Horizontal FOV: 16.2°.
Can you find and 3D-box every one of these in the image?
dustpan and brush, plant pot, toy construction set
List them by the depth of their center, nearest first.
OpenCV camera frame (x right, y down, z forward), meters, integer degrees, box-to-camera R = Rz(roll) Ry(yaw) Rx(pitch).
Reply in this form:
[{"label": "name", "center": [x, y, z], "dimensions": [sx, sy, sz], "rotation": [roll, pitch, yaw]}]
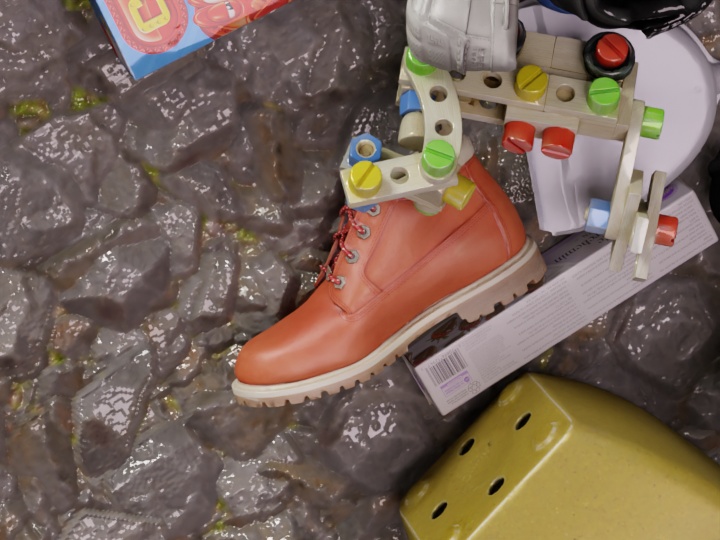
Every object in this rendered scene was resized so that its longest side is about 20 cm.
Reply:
[{"label": "toy construction set", "center": [0.092, -0.070, 1.410], "dimensions": [0.200, 0.092, 0.131], "rotation": [16, 67, -12]}, {"label": "dustpan and brush", "center": [0.187, -0.107, 1.496], "dimensions": [0.200, 0.057, 0.140], "rotation": [-11, 99, -5]}, {"label": "plant pot", "center": [0.138, 0.173, 1.501], "dimensions": [0.196, 0.194, 0.200], "rotation": [-46, 108, 3]}]

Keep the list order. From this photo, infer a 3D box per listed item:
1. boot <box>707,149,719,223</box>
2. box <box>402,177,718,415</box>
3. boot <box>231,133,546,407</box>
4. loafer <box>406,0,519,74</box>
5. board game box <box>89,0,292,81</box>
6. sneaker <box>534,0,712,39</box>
[{"label": "boot", "center": [0.255, 0.038, 1.473], "dimensions": [0.211, 0.079, 0.158], "rotation": [38, 77, 13]}, {"label": "box", "center": [0.118, 0.014, 1.518], "dimensions": [0.200, 0.039, 0.041], "rotation": [-33, 115, -3]}, {"label": "boot", "center": [0.000, 0.000, 1.467], "dimensions": [0.200, 0.075, 0.107], "rotation": [-31, 110, -13]}, {"label": "loafer", "center": [0.084, -0.194, 1.386], "dimensions": [0.070, 0.070, 0.200], "rotation": [16, 71, 11]}, {"label": "board game box", "center": [-0.082, -0.236, 1.369], "dimensions": [0.196, 0.056, 0.200], "rotation": [-28, 113, -6]}, {"label": "sneaker", "center": [0.190, -0.195, 1.419], "dimensions": [0.200, 0.111, 0.077], "rotation": [-26, 121, -14]}]
